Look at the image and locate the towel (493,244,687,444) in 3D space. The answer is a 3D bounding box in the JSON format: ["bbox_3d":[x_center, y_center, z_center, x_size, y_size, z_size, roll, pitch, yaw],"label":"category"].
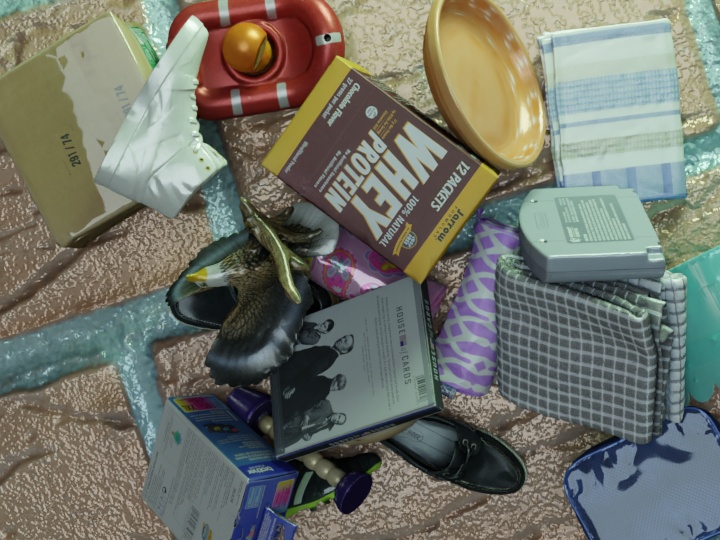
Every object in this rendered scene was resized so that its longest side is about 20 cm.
[{"bbox_3d":[0.227,0.074,1.228,0.199,0.085,0.167,16,121,39],"label":"towel"}]

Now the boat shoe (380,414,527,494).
[{"bbox_3d":[0.095,0.201,1.362,0.199,0.066,0.075,31,100,4],"label":"boat shoe"}]

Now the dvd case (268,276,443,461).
[{"bbox_3d":[-0.010,0.103,1.277,0.199,0.025,0.151,-21,59,26],"label":"dvd case"}]

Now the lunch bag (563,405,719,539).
[{"bbox_3d":[0.328,0.229,1.306,0.199,0.132,0.137,-27,77,10],"label":"lunch bag"}]

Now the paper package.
[{"bbox_3d":[-0.292,-0.156,1.358,0.190,0.103,0.201,-29,91,7],"label":"paper package"}]

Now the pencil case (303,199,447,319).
[{"bbox_3d":[0.000,0.000,1.349,0.199,0.087,0.088,35,98,2],"label":"pencil case"}]

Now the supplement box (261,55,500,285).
[{"bbox_3d":[0.029,-0.107,1.275,0.199,0.197,0.133,37,99,2],"label":"supplement box"}]

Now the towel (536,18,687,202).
[{"bbox_3d":[0.276,-0.170,1.327,0.146,0.024,0.202,-7,96,5],"label":"towel"}]

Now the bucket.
[{"bbox_3d":[0.393,0.038,1.246,0.206,0.207,0.136,-25,84,9],"label":"bucket"}]

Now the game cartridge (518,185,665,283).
[{"bbox_3d":[0.228,-0.038,1.237,0.132,0.200,0.041,1,113,3],"label":"game cartridge"}]

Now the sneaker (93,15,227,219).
[{"bbox_3d":[-0.183,-0.155,1.272,0.115,0.074,0.201,28,93,-9],"label":"sneaker"}]

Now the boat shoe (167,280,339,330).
[{"bbox_3d":[-0.125,0.035,1.377,0.198,0.062,0.075,2,97,8],"label":"boat shoe"}]

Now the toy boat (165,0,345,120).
[{"bbox_3d":[-0.116,-0.237,1.311,0.198,0.131,0.132,-9,95,2],"label":"toy boat"}]

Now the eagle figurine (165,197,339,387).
[{"bbox_3d":[-0.121,0.010,1.286,0.150,0.200,0.153,20,53,-8],"label":"eagle figurine"}]

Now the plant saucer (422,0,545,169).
[{"bbox_3d":[0.126,-0.198,1.267,0.037,0.200,0.201,-20,93,35],"label":"plant saucer"}]

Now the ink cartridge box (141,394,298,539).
[{"bbox_3d":[-0.149,0.245,1.329,0.200,0.076,0.137,37,117,42],"label":"ink cartridge box"}]

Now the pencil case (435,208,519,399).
[{"bbox_3d":[0.133,0.041,1.336,0.085,0.084,0.201,24,96,16],"label":"pencil case"}]

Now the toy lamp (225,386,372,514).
[{"bbox_3d":[-0.074,0.195,1.355,0.199,0.058,0.058,34,100,30],"label":"toy lamp"}]

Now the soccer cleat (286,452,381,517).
[{"bbox_3d":[-0.074,0.239,1.390,0.199,0.068,0.082,-23,83,10],"label":"soccer cleat"}]

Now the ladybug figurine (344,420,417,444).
[{"bbox_3d":[-0.003,0.127,1.326,0.199,0.072,0.137,4,71,36],"label":"ladybug figurine"}]
